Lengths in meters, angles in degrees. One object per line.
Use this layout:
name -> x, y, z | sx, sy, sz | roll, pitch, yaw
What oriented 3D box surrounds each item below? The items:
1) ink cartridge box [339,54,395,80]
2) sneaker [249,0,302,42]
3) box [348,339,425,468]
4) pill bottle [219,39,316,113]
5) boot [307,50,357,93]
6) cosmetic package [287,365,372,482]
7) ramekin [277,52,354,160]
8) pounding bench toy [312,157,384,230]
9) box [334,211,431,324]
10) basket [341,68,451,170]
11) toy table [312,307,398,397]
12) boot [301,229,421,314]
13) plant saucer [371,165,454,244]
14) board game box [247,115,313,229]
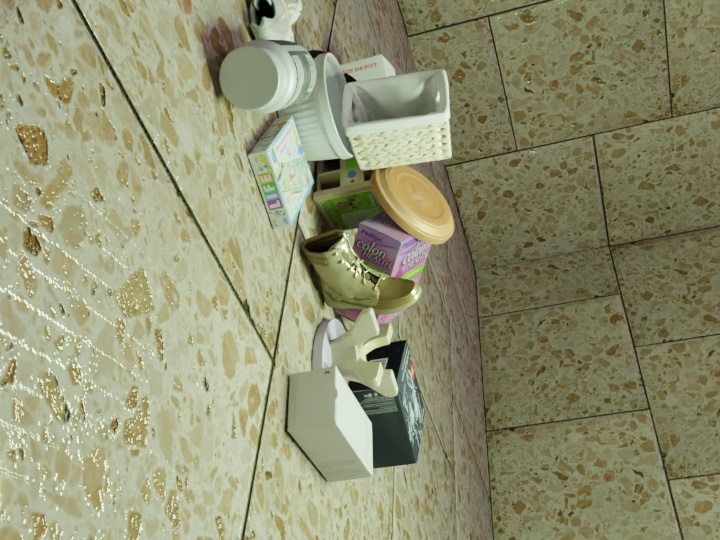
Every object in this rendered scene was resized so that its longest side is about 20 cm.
ink cartridge box -> 0.015, -0.377, 1.957 | 0.145, 0.147, 0.200 | 4, 77, -76
sneaker -> -0.157, -0.473, 1.506 | 0.092, 0.076, 0.200 | 56, 25, -48
box -> 0.058, 0.272, 1.727 | 0.200, 0.104, 0.182 | -68, 146, -65
pill bottle -> -0.146, -0.309, 1.330 | 0.200, 0.113, 0.113 | -52, 129, -72
boot -> -0.065, -0.346, 1.786 | 0.186, 0.064, 0.200 | 50, -25, 35
cosmetic package -> -0.045, 0.254, 1.367 | 0.200, 0.085, 0.108 | 63, 21, -47
ramekin -> -0.084, -0.302, 1.592 | 0.200, 0.105, 0.200 | -11, 90, -76
pounding bench toy -> -0.008, -0.166, 1.750 | 0.200, 0.124, 0.156 | 60, 23, -53
box -> 0.053, -0.008, 1.666 | 0.176, 0.097, 0.200 | -29, 139, -58
basket -> 0.074, -0.284, 1.599 | 0.123, 0.200, 0.136 | 73, 14, -49
toy table -> -0.009, 0.155, 1.522 | 0.200, 0.117, 0.184 | -82, 157, -50
boot -> 0.000, 0.000, 1.518 | 0.073, 0.200, 0.156 | -60, 141, -38
plant saucer -> 0.108, -0.138, 1.643 | 0.200, 0.032, 0.200 | 30, 34, -23
board game box -> -0.133, -0.173, 1.445 | 0.200, 0.034, 0.135 | -73, 149, -62
